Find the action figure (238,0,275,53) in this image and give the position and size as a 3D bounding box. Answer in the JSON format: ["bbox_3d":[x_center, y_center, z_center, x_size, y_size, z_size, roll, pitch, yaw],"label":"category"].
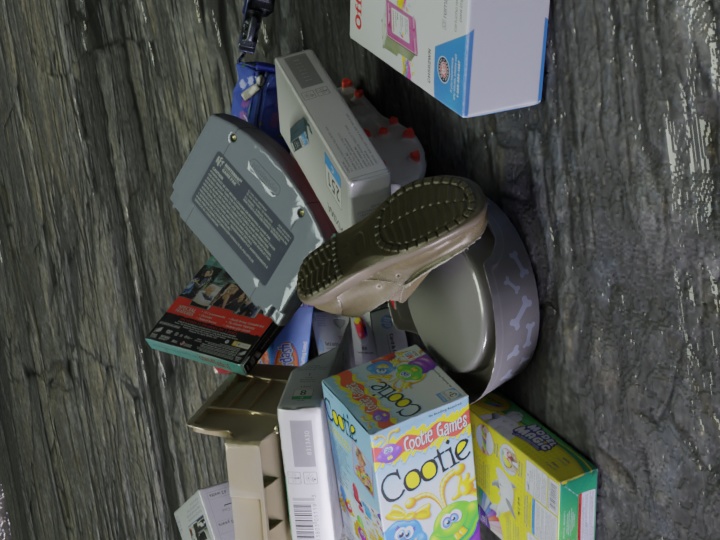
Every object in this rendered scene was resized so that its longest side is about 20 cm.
[{"bbox_3d":[-0.052,-0.303,1.592,0.193,0.104,0.202,179,103,-68],"label":"action figure"}]

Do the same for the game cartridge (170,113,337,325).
[{"bbox_3d":[-0.105,-0.059,1.652,0.200,0.041,0.134,48,116,27],"label":"game cartridge"}]

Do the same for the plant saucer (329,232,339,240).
[{"bbox_3d":[0.000,0.000,1.593,0.070,0.019,0.200,57,-176,4],"label":"plant saucer"}]

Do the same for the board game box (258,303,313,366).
[{"bbox_3d":[-0.089,0.058,1.855,0.153,0.045,0.201,-104,17,-51],"label":"board game box"}]

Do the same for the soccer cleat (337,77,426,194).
[{"bbox_3d":[0.011,-0.116,1.602,0.200,0.069,0.078,-128,27,-50],"label":"soccer cleat"}]

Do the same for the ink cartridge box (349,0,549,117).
[{"bbox_3d":[0.071,-0.236,1.393,0.200,0.084,0.146,43,140,50],"label":"ink cartridge box"}]

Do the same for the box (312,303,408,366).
[{"bbox_3d":[0.011,0.137,1.747,0.156,0.041,0.202,-4,100,65],"label":"box"}]

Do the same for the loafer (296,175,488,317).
[{"bbox_3d":[0.035,-0.018,1.438,0.199,0.067,0.077,-25,50,30],"label":"loafer"}]

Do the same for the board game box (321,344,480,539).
[{"bbox_3d":[0.041,0.191,1.527,0.105,0.102,0.201,44,147,52],"label":"board game box"}]

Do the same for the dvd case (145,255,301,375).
[{"bbox_3d":[-0.119,0.019,1.743,0.145,0.200,0.022,11,144,38],"label":"dvd case"}]

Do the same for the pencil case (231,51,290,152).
[{"bbox_3d":[-0.112,-0.126,1.743,0.087,0.077,0.202,12,-90,-76],"label":"pencil case"}]

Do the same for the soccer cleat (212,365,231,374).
[{"bbox_3d":[-0.126,0.030,1.801,0.067,0.076,0.201,53,-151,-35],"label":"soccer cleat"}]

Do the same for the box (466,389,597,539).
[{"bbox_3d":[0.141,0.190,1.509,0.200,0.048,0.118,36,135,50],"label":"box"}]

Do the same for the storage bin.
[{"bbox_3d":[-0.095,0.216,1.649,0.093,0.199,0.202,2,109,17],"label":"storage bin"}]

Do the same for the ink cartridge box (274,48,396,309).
[{"bbox_3d":[-0.024,-0.082,1.555,0.177,0.044,0.201,86,161,-44],"label":"ink cartridge box"}]

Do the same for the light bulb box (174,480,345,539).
[{"bbox_3d":[-0.079,0.326,1.844,0.201,0.197,0.125,70,155,13],"label":"light bulb box"}]

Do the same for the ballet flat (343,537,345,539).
[{"bbox_3d":[-0.013,0.271,1.771,0.200,0.062,0.068,45,161,17],"label":"ballet flat"}]

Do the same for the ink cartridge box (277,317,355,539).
[{"bbox_3d":[-0.036,0.159,1.620,0.200,0.050,0.162,-75,-19,-66],"label":"ink cartridge box"}]

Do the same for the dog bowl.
[{"bbox_3d":[0.093,0.019,1.505,0.200,0.058,0.202,37,134,52],"label":"dog bowl"}]
